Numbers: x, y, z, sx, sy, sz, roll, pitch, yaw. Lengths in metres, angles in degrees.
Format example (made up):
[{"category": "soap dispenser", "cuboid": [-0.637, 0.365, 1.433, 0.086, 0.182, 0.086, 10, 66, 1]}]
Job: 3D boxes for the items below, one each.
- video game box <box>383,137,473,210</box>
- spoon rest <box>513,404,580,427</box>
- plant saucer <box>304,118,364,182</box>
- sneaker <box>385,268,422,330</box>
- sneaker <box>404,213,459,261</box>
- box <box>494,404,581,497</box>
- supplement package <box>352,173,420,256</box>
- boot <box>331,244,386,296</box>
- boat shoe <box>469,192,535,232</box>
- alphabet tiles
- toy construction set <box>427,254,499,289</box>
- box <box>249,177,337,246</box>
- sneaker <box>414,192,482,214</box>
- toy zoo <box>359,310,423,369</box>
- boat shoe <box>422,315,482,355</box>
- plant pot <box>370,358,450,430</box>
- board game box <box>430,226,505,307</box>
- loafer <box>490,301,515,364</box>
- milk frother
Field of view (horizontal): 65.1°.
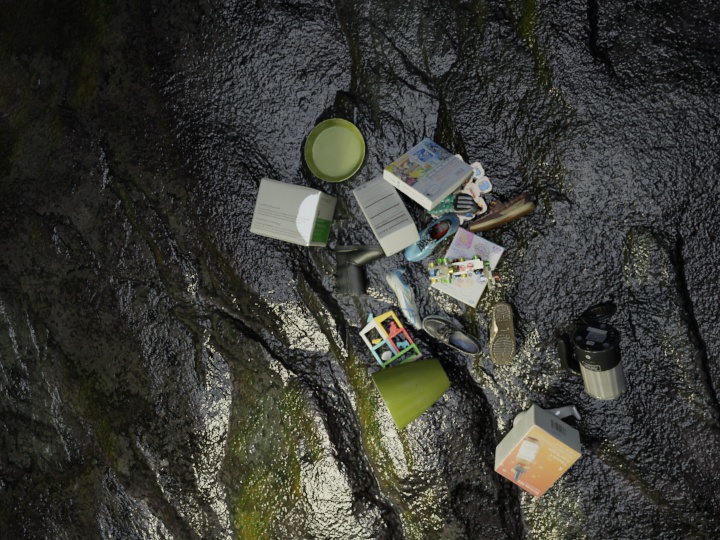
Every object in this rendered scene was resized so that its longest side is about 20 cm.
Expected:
[{"category": "video game box", "cuboid": [0.198, -0.286, 1.657, 0.182, 0.047, 0.200, 40, 62, 20]}, {"category": "spoon rest", "cuboid": [0.548, 0.444, 1.661, 0.200, 0.061, 0.100, -29, 83, 26]}, {"category": "plant saucer", "cuboid": [-0.080, -0.381, 1.802, 0.199, 0.031, 0.201, 0, 92, 13]}, {"category": "sneaker", "cuboid": [0.147, 0.088, 1.739, 0.072, 0.072, 0.200, -25, 89, 6]}, {"category": "sneaker", "cuboid": [0.205, -0.101, 1.703, 0.200, 0.090, 0.078, -43, 82, 21]}, {"category": "box", "cuboid": [0.501, 0.513, 1.604, 0.152, 0.106, 0.200, 31, 116, 3]}, {"category": "supplement package", "cuboid": [0.078, -0.166, 1.685, 0.117, 0.117, 0.200, -27, 63, 2]}, {"category": "boot", "cuboid": [0.000, 0.000, 1.770, 0.198, 0.073, 0.163, -2, 89, 21]}, {"category": "boat shoe", "cuboid": [0.410, -0.175, 1.667, 0.200, 0.072, 0.072, -23, 77, 7]}, {"category": "alphabet tiles", "cuboid": [0.292, -0.243, 1.721, 0.200, 0.015, 0.196, -28, 84, 13]}, {"category": "toy construction set", "cuboid": [0.299, -0.002, 1.623, 0.199, 0.131, 0.092, 6, 93, 14]}, {"category": "box", "cuboid": [-0.202, -0.176, 1.751, 0.199, 0.199, 0.172, 14, 94, 12]}, {"category": "sneaker", "cuboid": [0.261, -0.193, 1.694, 0.200, 0.087, 0.075, 13, 87, 38]}, {"category": "toy zoo", "cuboid": [0.088, 0.218, 1.780, 0.131, 0.020, 0.200, -35, 83, 12]}, {"category": "boat shoe", "cuboid": [0.276, 0.200, 1.709, 0.200, 0.066, 0.070, 32, 98, 11]}, {"category": "plant pot", "cuboid": [0.161, 0.349, 1.699, 0.200, 0.187, 0.187, -27, 85, -2]}, {"category": "board game box", "cuboid": [0.324, -0.010, 1.706, 0.153, 0.040, 0.200, 28, 97, 12]}, {"category": "loafer", "cuboid": [0.425, 0.181, 1.674, 0.075, 0.068, 0.201, 4, 108, 15]}, {"category": "milk frother", "cuboid": [0.678, 0.217, 1.584, 0.200, 0.180, 0.188, -32, 122, -15]}]
